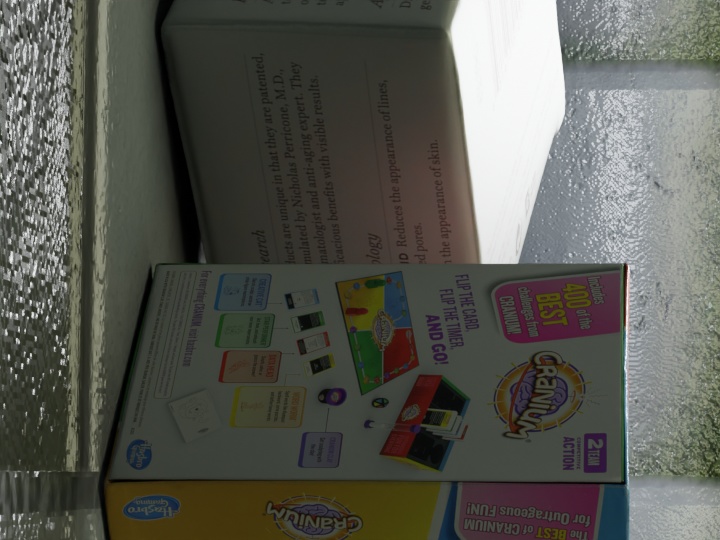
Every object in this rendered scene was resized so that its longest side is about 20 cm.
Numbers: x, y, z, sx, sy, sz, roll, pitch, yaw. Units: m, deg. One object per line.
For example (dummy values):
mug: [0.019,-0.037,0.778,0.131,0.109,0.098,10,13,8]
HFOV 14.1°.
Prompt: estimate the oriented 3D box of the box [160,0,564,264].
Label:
box: [0.009,-0.091,1.341,0.199,0.130,0.201,-70,159,-46]

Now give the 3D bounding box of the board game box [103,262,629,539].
board game box: [0.008,0.054,1.158,0.153,0.199,0.040,-81,170,-56]
